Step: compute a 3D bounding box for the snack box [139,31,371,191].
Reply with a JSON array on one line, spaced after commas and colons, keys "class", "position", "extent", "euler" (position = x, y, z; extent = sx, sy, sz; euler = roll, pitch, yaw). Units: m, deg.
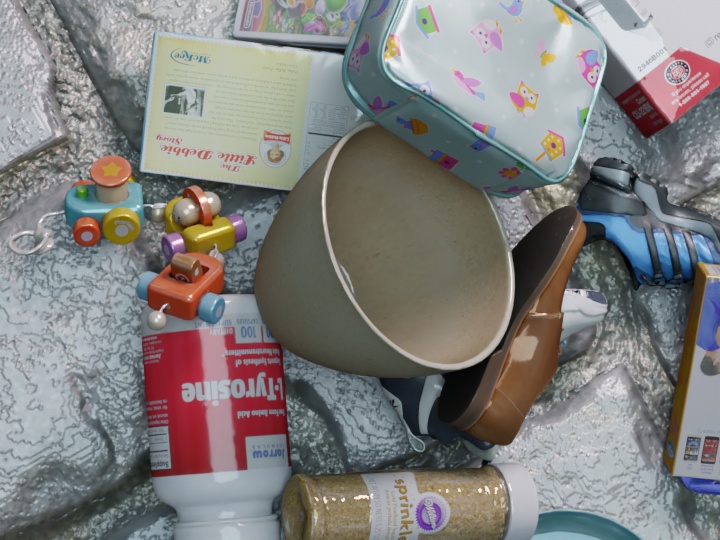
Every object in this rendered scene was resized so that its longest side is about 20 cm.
[{"class": "snack box", "position": [-0.075, -0.126, 1.669], "extent": [0.199, 0.037, 0.117], "euler": [8, 97, 3]}]

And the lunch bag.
[{"class": "lunch bag", "position": [0.091, -0.159, 1.569], "extent": [0.200, 0.077, 0.161], "euler": [30, 62, -25]}]

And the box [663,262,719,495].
[{"class": "box", "position": [0.322, 0.098, 1.685], "extent": [0.119, 0.041, 0.201], "euler": [5, 105, -5]}]

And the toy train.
[{"class": "toy train", "position": [-0.173, -0.031, 1.609], "extent": [0.200, 0.056, 0.150], "euler": [21, 38, 24]}]

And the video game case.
[{"class": "video game case", "position": [-0.006, -0.251, 1.669], "extent": [0.199, 0.018, 0.144], "euler": [7, 82, 30]}]

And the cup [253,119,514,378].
[{"class": "cup", "position": [0.000, 0.000, 1.586], "extent": [0.200, 0.143, 0.201], "euler": [20, 59, -38]}]

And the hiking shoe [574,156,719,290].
[{"class": "hiking shoe", "position": [0.265, -0.014, 1.715], "extent": [0.200, 0.074, 0.087], "euler": [32, 95, 4]}]

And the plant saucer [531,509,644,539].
[{"class": "plant saucer", "position": [0.168, 0.297, 1.688], "extent": [0.199, 0.027, 0.201], "euler": [1, 85, -6]}]

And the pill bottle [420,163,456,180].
[{"class": "pill bottle", "position": [0.087, -0.169, 1.680], "extent": [0.113, 0.114, 0.201], "euler": [0, 84, -7]}]

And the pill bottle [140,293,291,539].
[{"class": "pill bottle", "position": [-0.113, 0.123, 1.629], "extent": [0.112, 0.112, 0.201], "euler": [-5, 85, -7]}]

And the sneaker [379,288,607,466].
[{"class": "sneaker", "position": [0.116, 0.092, 1.678], "extent": [0.198, 0.079, 0.130], "euler": [-14, 92, -12]}]

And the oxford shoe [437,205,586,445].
[{"class": "oxford shoe", "position": [0.134, 0.044, 1.620], "extent": [0.071, 0.071, 0.200], "euler": [30, 83, -24]}]

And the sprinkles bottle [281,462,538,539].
[{"class": "sprinkles bottle", "position": [0.040, 0.190, 1.615], "extent": [0.199, 0.068, 0.069], "euler": [0, 84, -24]}]

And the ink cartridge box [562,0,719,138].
[{"class": "ink cartridge box", "position": [0.242, -0.236, 1.719], "extent": [0.144, 0.084, 0.200], "euler": [-39, 89, -8]}]
